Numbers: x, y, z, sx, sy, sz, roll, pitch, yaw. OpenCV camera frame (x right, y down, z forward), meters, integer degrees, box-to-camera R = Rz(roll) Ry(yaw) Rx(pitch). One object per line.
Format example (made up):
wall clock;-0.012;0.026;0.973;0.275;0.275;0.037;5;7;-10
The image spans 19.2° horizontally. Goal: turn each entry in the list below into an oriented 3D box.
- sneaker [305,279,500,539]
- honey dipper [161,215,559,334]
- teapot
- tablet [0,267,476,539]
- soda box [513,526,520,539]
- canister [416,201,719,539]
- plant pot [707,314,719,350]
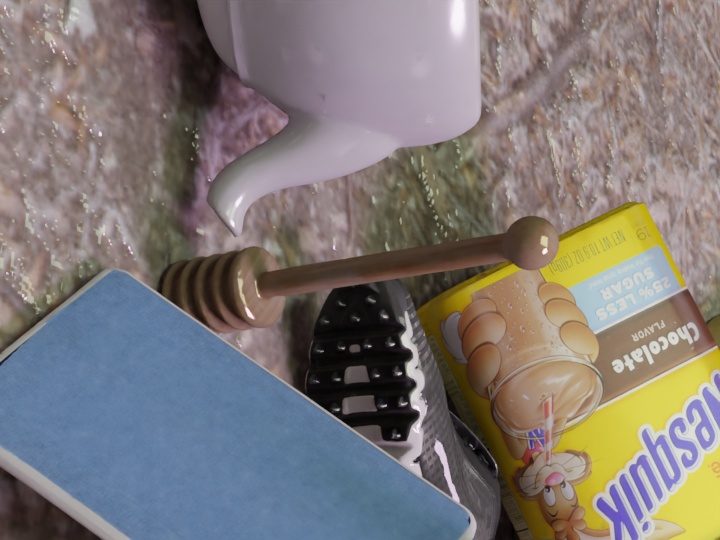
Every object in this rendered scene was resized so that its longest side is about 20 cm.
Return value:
sneaker;0.026;0.092;1.060;0.090;0.066;0.201;-24;105;-57
honey dipper;0.000;0.000;0.923;0.038;0.199;0.038;18;68;-52
teapot;-0.018;-0.152;0.995;0.201;0.145;0.198;-88;175;-52
tablet;-0.059;0.082;0.869;0.199;0.014;0.130;34;40;10
soda box;0.128;0.128;1.191;0.068;0.064;0.201;11;74;-53
canister;0.131;0.082;1.110;0.148;0.087;0.201;-25;85;-19
plant pot;0.318;0.118;1.394;0.200;0.141;0.201;19;67;-52
